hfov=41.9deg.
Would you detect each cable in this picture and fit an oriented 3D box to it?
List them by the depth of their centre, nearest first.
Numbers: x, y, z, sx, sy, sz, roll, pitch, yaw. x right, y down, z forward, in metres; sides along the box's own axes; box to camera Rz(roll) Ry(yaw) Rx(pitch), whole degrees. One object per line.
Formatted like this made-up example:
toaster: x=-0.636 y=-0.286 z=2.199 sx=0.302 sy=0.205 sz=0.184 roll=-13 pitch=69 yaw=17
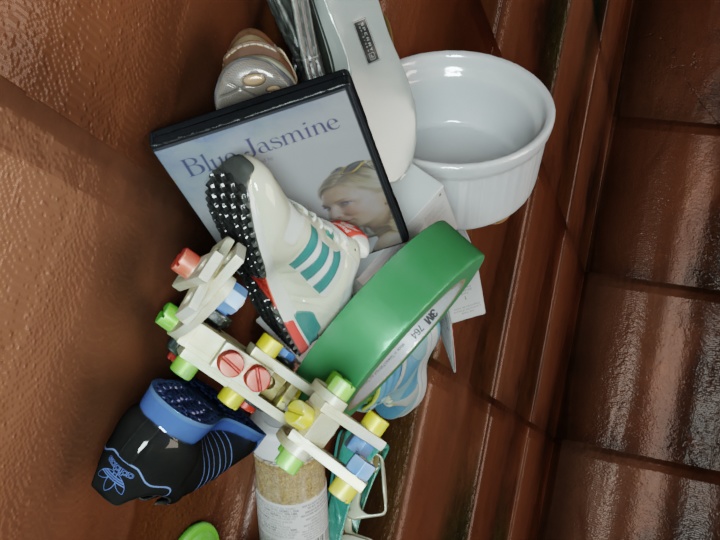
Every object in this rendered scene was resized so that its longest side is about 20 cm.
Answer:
cable: x=-0.050 y=-0.151 z=0.751 sx=0.050 sy=0.097 sz=0.200 roll=-23 pitch=124 yaw=-17

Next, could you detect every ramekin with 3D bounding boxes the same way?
ramekin: x=0.095 y=-0.133 z=0.975 sx=0.098 sy=0.200 sz=0.201 roll=87 pitch=22 yaw=-45

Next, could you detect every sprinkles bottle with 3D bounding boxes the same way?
sprinkles bottle: x=-0.063 y=0.217 z=0.870 sx=0.068 sy=0.068 sz=0.200 roll=-47 pitch=140 yaw=-57

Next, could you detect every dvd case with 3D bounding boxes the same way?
dvd case: x=-0.051 y=-0.058 z=0.704 sx=0.200 sy=0.143 sz=0.018 roll=64 pitch=11 yaw=-56

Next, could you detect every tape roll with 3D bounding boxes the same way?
tape roll: x=0.023 y=0.048 z=0.798 sx=0.200 sy=0.048 sz=0.200 roll=-46 pitch=170 yaw=-11

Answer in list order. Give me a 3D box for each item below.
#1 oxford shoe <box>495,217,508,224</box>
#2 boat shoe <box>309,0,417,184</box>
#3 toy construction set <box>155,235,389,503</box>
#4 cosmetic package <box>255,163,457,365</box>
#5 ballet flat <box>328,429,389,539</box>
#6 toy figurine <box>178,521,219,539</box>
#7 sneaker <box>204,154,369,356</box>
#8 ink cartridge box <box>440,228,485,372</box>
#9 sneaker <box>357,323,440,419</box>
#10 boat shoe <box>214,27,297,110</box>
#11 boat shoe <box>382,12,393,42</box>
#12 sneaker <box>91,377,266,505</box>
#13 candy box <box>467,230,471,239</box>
oxford shoe: x=0.137 y=-0.139 z=1.116 sx=0.073 sy=0.071 sz=0.200 roll=-41 pitch=126 yaw=-46
boat shoe: x=-0.007 y=-0.170 z=0.804 sx=0.071 sy=0.064 sz=0.200 roll=-21 pitch=103 yaw=-32
toy construction set: x=-0.072 y=0.068 z=0.655 sx=0.092 sy=0.131 sz=0.200 roll=-40 pitch=107 yaw=-8
cosmetic package: x=0.000 y=0.000 z=0.857 sx=0.200 sy=0.051 sz=0.083 roll=-47 pitch=154 yaw=-9
ballet flat: x=-0.010 y=0.272 z=1.028 sx=0.067 sy=0.070 sz=0.200 roll=46 pitch=56 yaw=-65
toy figurine: x=-0.051 y=0.305 z=0.774 sx=0.150 sy=0.184 sz=0.200 roll=-57 pitch=148 yaw=-47
sneaker: x=-0.045 y=-0.024 z=0.696 sx=0.093 sy=0.070 sz=0.200 roll=-35 pitch=141 yaw=-17
ink cartridge box: x=0.090 y=-0.017 z=1.057 sx=0.200 sy=0.045 sz=0.176 roll=-107 pitch=-178 yaw=-45
sneaker: x=0.014 y=0.125 z=1.048 sx=0.131 sy=0.080 sz=0.200 roll=-38 pitch=152 yaw=-33
boat shoe: x=-0.067 y=-0.099 z=0.728 sx=0.200 sy=0.076 sz=0.072 roll=89 pitch=-6 yaw=-52
boat shoe: x=-0.015 y=-0.143 z=0.868 sx=0.066 sy=0.074 sz=0.200 roll=123 pitch=-21 yaw=-82
sneaker: x=-0.130 y=0.126 z=0.678 sx=0.078 sy=0.070 sz=0.200 roll=-51 pitch=165 yaw=-2
candy box: x=0.100 y=-0.099 z=1.192 sx=0.117 sy=0.056 sz=0.200 roll=-55 pitch=148 yaw=-50
